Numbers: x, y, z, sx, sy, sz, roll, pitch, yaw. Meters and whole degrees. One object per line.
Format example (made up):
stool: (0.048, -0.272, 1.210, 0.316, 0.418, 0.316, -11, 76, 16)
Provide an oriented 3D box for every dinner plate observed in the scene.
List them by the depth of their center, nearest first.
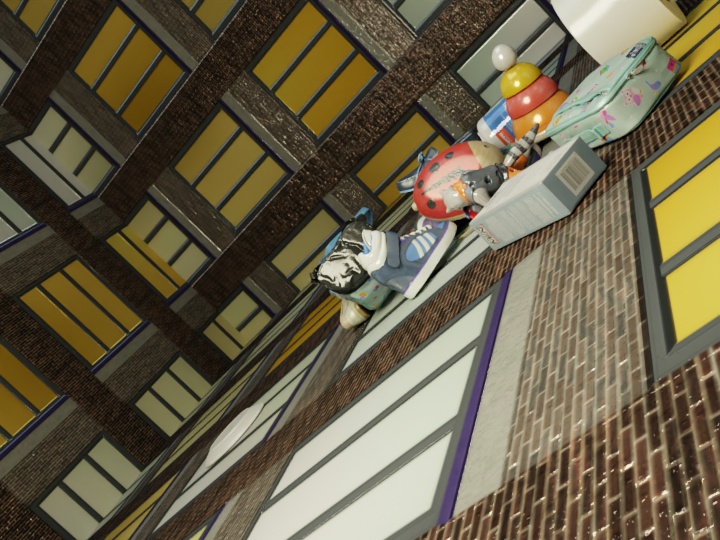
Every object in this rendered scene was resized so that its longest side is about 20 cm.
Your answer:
dinner plate: (-0.306, 0.385, 1.888, 0.200, 0.024, 0.200, -44, 6, 5)

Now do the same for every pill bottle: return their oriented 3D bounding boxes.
pill bottle: (0.334, -0.326, 1.779, 0.200, 0.112, 0.112, -45, 6, 22)

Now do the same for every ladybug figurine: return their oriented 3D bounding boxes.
ladybug figurine: (0.181, -0.170, 1.500, 0.200, 0.136, 0.072, -34, -16, 16)

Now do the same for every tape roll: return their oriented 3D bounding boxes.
tape roll: (0.457, -0.465, 1.402, 0.139, 0.203, 0.203, -43, 6, 33)

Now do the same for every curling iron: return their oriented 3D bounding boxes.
curling iron: (0.117, -0.076, 1.687, 0.050, 0.025, 0.201, -47, -25, -68)

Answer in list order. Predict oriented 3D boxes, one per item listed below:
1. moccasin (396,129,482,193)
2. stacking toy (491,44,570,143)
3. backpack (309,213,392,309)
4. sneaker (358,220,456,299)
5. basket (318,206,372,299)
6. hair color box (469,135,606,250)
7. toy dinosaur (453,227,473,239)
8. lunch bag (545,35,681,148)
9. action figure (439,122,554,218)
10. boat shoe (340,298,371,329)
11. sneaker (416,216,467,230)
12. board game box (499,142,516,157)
moccasin: (0.158, -0.228, 1.635, 0.200, 0.068, 0.080, -28, 15, -4)
stacking toy: (0.327, -0.360, 1.554, 0.146, 0.200, 0.146, -33, 13, 9)
backpack: (0.000, 0.000, 1.579, 0.167, 0.126, 0.200, -50, -18, -3)
sneaker: (0.080, -0.054, 1.461, 0.200, 0.146, 0.081, -55, -1, -34)
basket: (-0.021, -0.029, 1.874, 0.176, 0.139, 0.200, -46, -30, -35)
hair color box: (0.245, -0.104, 1.115, 0.099, 0.061, 0.200, -48, 7, -23)
toy dinosaur: (0.234, -0.119, 1.431, 0.200, 0.058, 0.101, -57, -15, 18)
lunch bag: (0.367, -0.251, 1.171, 0.160, 0.077, 0.200, -47, 6, -13)
action figure: (0.216, -0.161, 1.302, 0.193, 0.105, 0.200, -29, 35, 0)
boat shoe: (-0.014, 0.073, 1.727, 0.065, 0.072, 0.200, -43, 12, 13)
sneaker: (0.197, -0.119, 1.638, 0.087, 0.076, 0.200, -16, 24, 37)
board game box: (0.232, -0.193, 1.600, 0.199, 0.037, 0.151, -22, 16, 19)
